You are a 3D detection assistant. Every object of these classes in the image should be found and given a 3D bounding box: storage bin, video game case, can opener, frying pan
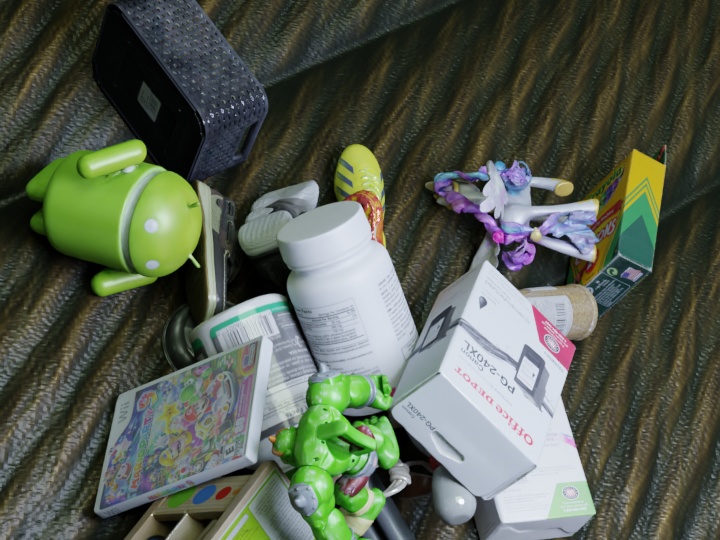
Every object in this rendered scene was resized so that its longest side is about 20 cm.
[{"bbox_3d":[-0.209,-0.212,1.839,0.093,0.135,0.200,-26,71,-33],"label":"storage bin"},{"bbox_3d":[-0.175,0.154,1.584,0.018,0.199,0.144,42,38,-36],"label":"video game case"},{"bbox_3d":[0.038,0.287,1.673,0.201,0.053,0.066,55,24,16],"label":"can opener"},{"bbox_3d":[-0.122,0.088,1.749,0.189,0.031,0.116,17,55,-7],"label":"frying pan"}]

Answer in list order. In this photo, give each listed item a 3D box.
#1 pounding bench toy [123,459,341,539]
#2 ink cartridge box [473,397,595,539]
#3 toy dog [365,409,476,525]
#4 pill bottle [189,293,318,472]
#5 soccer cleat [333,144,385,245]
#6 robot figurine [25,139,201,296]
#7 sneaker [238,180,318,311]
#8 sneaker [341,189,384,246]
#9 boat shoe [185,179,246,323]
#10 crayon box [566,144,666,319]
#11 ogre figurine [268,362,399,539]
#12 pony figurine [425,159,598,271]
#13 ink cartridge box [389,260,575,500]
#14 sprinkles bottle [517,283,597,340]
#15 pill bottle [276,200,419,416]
[{"bbox_3d":[-0.116,0.249,1.555,0.125,0.155,0.200,56,49,-21],"label":"pounding bench toy"},{"bbox_3d":[0.169,0.192,1.767,0.116,0.067,0.201,-2,60,-21],"label":"ink cartridge box"},{"bbox_3d":[0.080,0.194,1.694,0.131,0.097,0.201,2,46,15],"label":"toy dog"},{"bbox_3d":[-0.091,0.135,1.659,0.112,0.113,0.201,-18,80,-30],"label":"pill bottle"},{"bbox_3d":[0.006,-0.071,1.864,0.064,0.084,0.201,11,55,-15],"label":"soccer cleat"},{"bbox_3d":[-0.256,-0.061,1.712,0.199,0.177,0.116,15,36,20],"label":"robot figurine"},{"bbox_3d":[-0.078,-0.024,1.809,0.200,0.075,0.115,-62,135,-66],"label":"sneaker"},{"bbox_3d":[0.000,0.000,1.763,0.073,0.201,0.077,26,35,31],"label":"sneaker"},{"bbox_3d":[-0.156,-0.021,1.764,0.065,0.072,0.202,11,40,-21],"label":"boat shoe"},{"bbox_3d":[0.309,-0.055,1.946,0.051,0.127,0.201,25,51,-12],"label":"crayon box"},{"bbox_3d":[-0.018,0.171,1.491,0.120,0.098,0.201,44,65,-45],"label":"ogre figurine"},{"bbox_3d":[0.179,-0.060,1.897,0.198,0.168,0.193,7,26,-5],"label":"pony figurine"},{"bbox_3d":[0.128,0.110,1.644,0.145,0.083,0.200,43,37,-13],"label":"ink cartridge box"},{"bbox_3d":[0.185,0.054,1.831,0.199,0.068,0.069,-3,58,-44],"label":"sprinkles bottle"},{"bbox_3d":[-0.010,0.038,1.668,0.113,0.113,0.201,-34,113,-35],"label":"pill bottle"}]
